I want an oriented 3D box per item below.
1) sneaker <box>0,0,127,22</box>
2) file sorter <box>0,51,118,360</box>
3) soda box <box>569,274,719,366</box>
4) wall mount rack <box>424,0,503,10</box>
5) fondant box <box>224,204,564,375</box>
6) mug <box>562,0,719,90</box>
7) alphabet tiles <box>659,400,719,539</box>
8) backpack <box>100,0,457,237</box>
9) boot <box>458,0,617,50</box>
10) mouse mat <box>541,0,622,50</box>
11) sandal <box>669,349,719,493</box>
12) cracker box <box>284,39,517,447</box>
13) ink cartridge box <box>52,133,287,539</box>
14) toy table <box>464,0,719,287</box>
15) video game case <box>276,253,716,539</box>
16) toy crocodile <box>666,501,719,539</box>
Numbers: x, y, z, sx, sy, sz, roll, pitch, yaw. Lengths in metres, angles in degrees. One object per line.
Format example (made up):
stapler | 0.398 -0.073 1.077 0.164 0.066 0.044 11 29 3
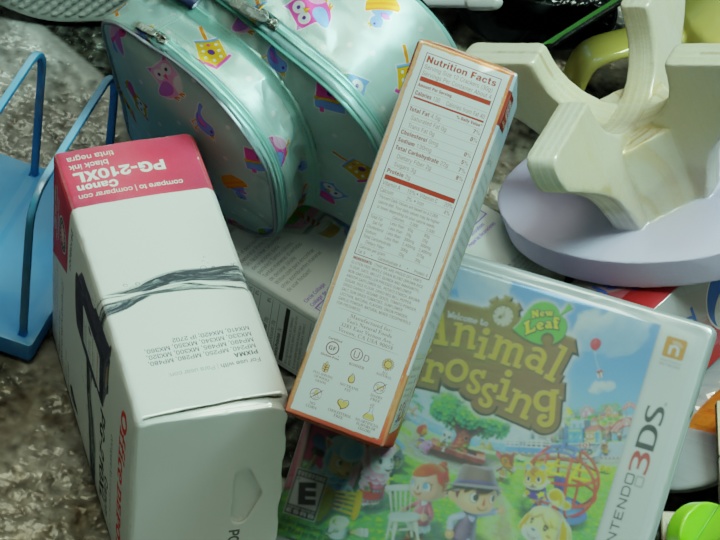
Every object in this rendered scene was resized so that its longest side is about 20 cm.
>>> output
sneaker | -0.172 -0.217 1.872 0.200 0.073 0.115 11 40 -15
file sorter | -0.251 -0.065 1.662 0.199 0.123 0.139 19 46 8
soda box | 0.169 0.021 1.643 0.200 0.070 0.063 -42 41 -21
wall mount rack | 0.014 -0.174 1.772 0.075 0.200 0.174 -46 71 1
fondant box | 0.000 0.000 1.690 0.200 0.058 0.144 32 48 19
mug | 0.229 -0.112 1.777 0.149 0.153 0.186 35 50 22
alphabet tiles | 0.243 0.166 1.557 0.166 0.008 0.201 4 64 -6
backpack | -0.041 -0.109 1.631 0.200 0.176 0.153 27 63 19
boot | 0.075 -0.228 1.918 0.199 0.077 0.168 13 40 -6
mouse mat | 0.176 -0.175 1.758 0.161 0.200 0.008 -32 92 2
sandal | 0.241 0.069 1.655 0.207 0.059 0.079 -42 43 -23
cracker box | 0.023 -0.010 1.494 0.058 0.134 0.201 20 87 4
ink cartridge box | -0.107 0.050 1.556 0.084 0.145 0.200 -9 48 -15
toy table | 0.156 -0.077 1.616 0.199 0.117 0.184 -6 40 25
video game case | 0.071 0.089 1.558 0.199 0.022 0.183 17 82 11
toy crocodile | 0.183 0.176 1.505 0.062 0.067 0.200 43 64 -19
